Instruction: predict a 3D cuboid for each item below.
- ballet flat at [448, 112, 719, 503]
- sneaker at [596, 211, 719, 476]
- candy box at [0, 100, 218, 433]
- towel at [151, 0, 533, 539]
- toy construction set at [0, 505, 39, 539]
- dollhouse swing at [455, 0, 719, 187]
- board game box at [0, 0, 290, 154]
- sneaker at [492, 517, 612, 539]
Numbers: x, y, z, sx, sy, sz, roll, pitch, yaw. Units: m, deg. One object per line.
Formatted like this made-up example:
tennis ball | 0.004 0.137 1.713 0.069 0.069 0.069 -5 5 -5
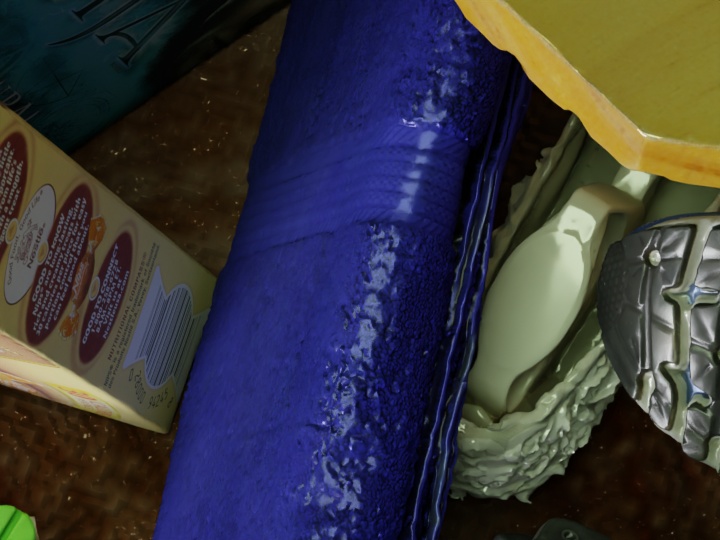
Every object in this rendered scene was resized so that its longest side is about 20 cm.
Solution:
ballet flat | 0.079 -0.021 0.831 0.072 0.072 0.200 30 83 19
sneaker | 0.162 0.023 0.786 0.199 0.089 0.079 12 108 1
candy box | -0.125 -0.011 0.807 0.115 0.200 0.055 15 80 17
towel | 0.000 0.000 0.817 0.049 0.148 0.201 19 78 -17
toy construction set | -0.116 0.153 0.818 0.131 0.092 0.201 -6 81 -13
dollhouse swing | 0.093 -0.087 0.765 0.176 0.182 0.200 -41 70 -12
board game box | -0.084 -0.090 0.818 0.135 0.200 0.028 -34 74 4
sneaker | 0.075 0.095 0.756 0.104 0.060 0.200 37 49 17
